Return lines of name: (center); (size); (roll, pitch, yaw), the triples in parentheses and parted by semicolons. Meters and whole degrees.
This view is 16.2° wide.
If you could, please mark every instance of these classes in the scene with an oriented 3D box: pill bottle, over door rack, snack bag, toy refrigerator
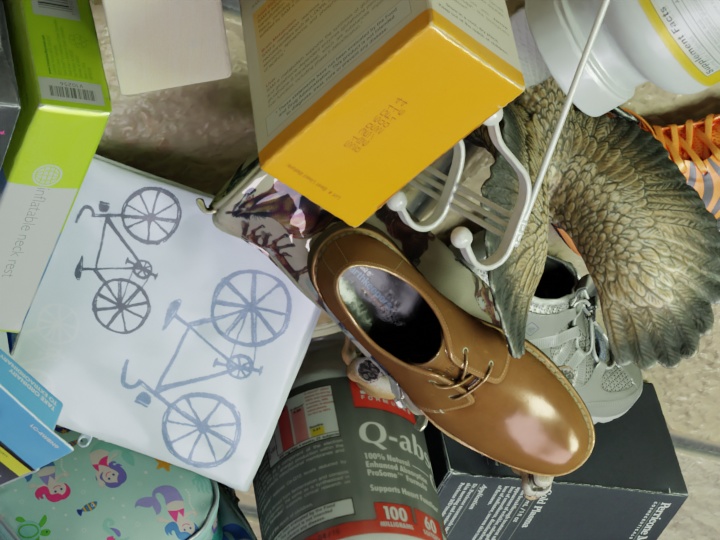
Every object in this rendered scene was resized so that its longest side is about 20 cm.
pill bottle: (-0.012, 0.131, 1.621); (0.116, 0.200, 0.116); (-7, 140, -6)
over door rack: (0.066, -0.115, 1.348); (0.067, 0.148, 0.200); (27, 94, -35)
snack bag: (-0.130, 0.029, 1.533); (0.200, 0.021, 0.189); (19, 115, -5)
pill bottle: (0.194, -0.166, 1.383); (0.200, 0.112, 0.112); (-29, 137, 23)
toy refrigerator: (-0.116, -0.191, 1.325); (0.070, 0.076, 0.200); (-10, 140, -3)

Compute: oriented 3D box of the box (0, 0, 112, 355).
box: (-0.194, -0.061, 1.414); (0.048, 0.122, 0.200); (6, 136, -24)

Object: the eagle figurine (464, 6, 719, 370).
eagle figurine: (0.108, -0.039, 1.450); (0.152, 0.200, 0.151); (-32, 131, -5)

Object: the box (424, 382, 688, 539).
box: (0.097, 0.168, 1.766); (0.182, 0.104, 0.200); (9, 135, -22)

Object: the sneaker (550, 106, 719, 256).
sneaker: (0.200, -0.070, 1.544); (0.200, 0.078, 0.112); (-30, 138, 19)

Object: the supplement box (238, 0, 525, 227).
supplement box: (0.005, -0.139, 1.319); (0.073, 0.200, 0.126); (31, 124, -34)

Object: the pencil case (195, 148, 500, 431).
pencil case: (0.000, 0.000, 1.461); (0.200, 0.078, 0.089); (43, 78, -14)

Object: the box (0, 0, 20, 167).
box: (-0.293, -0.101, 1.336); (0.200, 0.132, 0.115); (8, 132, -23)

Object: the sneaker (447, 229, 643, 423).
sneaker: (0.127, 0.036, 1.645); (0.082, 0.075, 0.200); (-35, 134, 26)

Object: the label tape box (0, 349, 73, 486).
label tape box: (-0.255, 0.063, 1.492); (0.143, 0.066, 0.200); (44, 142, -17)

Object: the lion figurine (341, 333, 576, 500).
lion figurine: (0.058, 0.072, 1.584); (0.200, 0.073, 0.122); (29, 168, -11)

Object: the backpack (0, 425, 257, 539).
backpack: (-0.157, 0.184, 1.618); (0.177, 0.200, 0.151); (-24, 153, -22)

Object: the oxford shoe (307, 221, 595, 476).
oxford shoe: (0.052, 0.055, 1.405); (0.200, 0.071, 0.071); (37, 98, -15)

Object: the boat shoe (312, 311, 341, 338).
boat shoe: (-0.056, 0.001, 1.559); (0.200, 0.074, 0.066); (-17, 145, 4)
